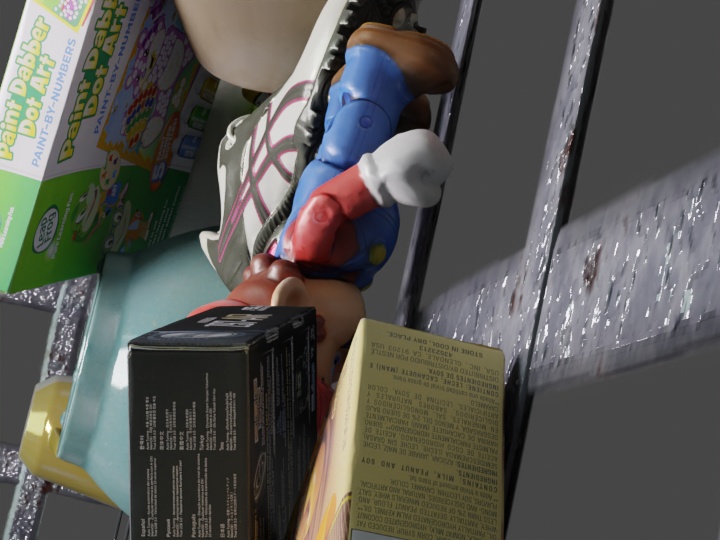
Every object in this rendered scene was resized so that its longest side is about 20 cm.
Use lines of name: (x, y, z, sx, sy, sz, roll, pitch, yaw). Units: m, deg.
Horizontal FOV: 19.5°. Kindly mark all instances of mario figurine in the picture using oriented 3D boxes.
mario figurine: (0.000, 0.000, 0.924, 0.124, 0.106, 0.201, 52, -127, -52)

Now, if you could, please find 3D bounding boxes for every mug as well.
mug: (-0.292, 0.176, 2.316, 0.187, 0.152, 0.150, 119, 163, -61)

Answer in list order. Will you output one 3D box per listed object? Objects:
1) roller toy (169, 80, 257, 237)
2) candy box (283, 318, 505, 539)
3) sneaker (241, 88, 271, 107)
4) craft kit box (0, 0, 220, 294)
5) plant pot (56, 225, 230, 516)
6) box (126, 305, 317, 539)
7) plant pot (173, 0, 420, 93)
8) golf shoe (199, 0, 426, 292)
roller toy: (-0.093, -0.076, 1.377, 0.183, 0.139, 0.201, -86, 11, -51)
candy box: (0.004, 0.125, 0.650, 0.200, 0.055, 0.116, -86, 11, -50)
sneaker: (-0.022, -0.176, 1.257, 0.078, 0.082, 0.201, 118, 164, -61)
craft kit box: (-0.140, -0.095, 1.180, 0.197, 0.048, 0.201, -14, -56, -67)
plant pot: (-0.094, 0.061, 1.175, 0.200, 0.134, 0.201, -167, 90, -82)
box: (-0.047, 0.118, 0.784, 0.160, 0.043, 0.201, -30, -61, -82)
plant pot: (-0.035, -0.194, 1.083, 0.200, 0.199, 0.174, -88, -1, -56)
golf shoe: (-0.032, -0.066, 1.047, 0.077, 0.088, 0.201, -12, -51, -49)
